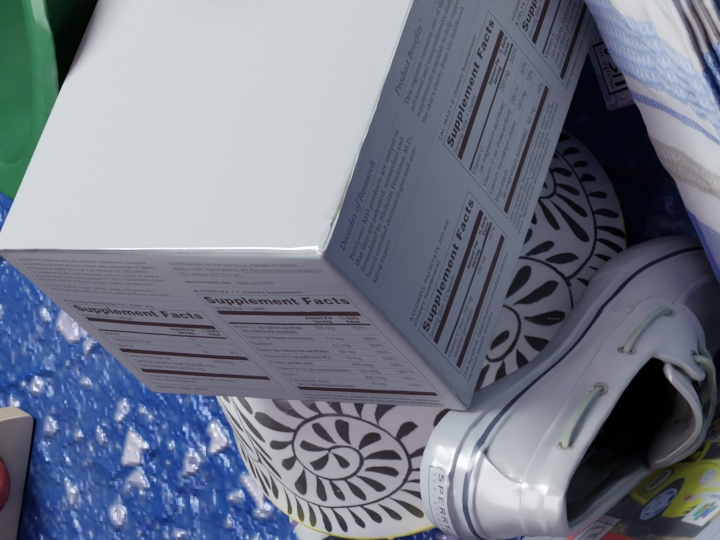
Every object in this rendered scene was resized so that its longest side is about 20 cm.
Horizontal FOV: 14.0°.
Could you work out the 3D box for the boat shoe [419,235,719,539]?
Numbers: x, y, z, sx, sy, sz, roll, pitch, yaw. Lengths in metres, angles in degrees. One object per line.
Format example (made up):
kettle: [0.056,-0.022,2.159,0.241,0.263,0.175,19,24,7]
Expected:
boat shoe: [0.103,0.051,1.110,0.067,0.200,0.074,13,126,33]

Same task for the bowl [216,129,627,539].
bowl: [0.000,0.000,1.196,0.200,0.094,0.201,-21,52,29]

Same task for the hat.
hat: [-0.081,-0.138,1.201,0.166,0.175,0.201,120,133,-60]

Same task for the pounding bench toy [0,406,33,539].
pounding bench toy: [-0.265,0.154,1.501,0.156,0.124,0.201,24,112,37]

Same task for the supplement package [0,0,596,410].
supplement package: [-0.018,-0.064,1.103,0.155,0.111,0.201,1,59,36]

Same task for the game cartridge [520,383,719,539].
game cartridge: [0.129,0.094,1.086,0.041,0.133,0.200,56,166,-11]

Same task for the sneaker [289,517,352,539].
sneaker: [0.021,0.039,1.262,0.200,0.073,0.115,-30,73,41]

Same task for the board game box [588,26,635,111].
board game box: [0.130,-0.179,1.098,0.199,0.043,0.201,-19,91,59]

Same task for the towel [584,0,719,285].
towel: [0.119,-0.055,1.046,0.200,0.024,0.147,62,174,-23]
